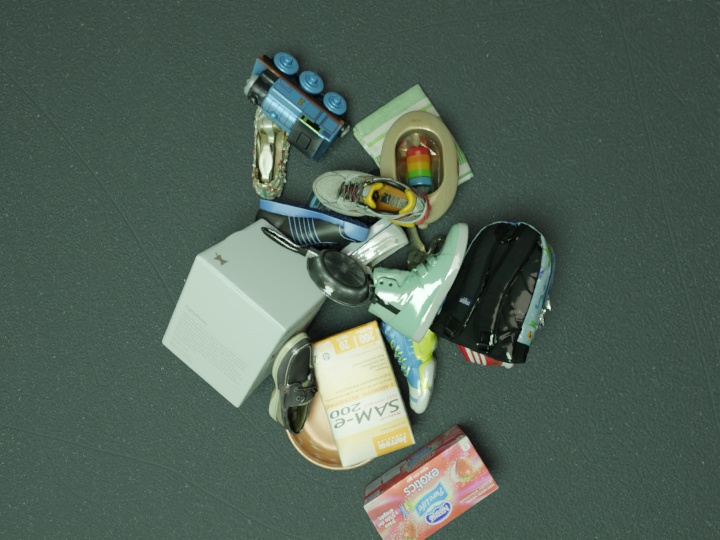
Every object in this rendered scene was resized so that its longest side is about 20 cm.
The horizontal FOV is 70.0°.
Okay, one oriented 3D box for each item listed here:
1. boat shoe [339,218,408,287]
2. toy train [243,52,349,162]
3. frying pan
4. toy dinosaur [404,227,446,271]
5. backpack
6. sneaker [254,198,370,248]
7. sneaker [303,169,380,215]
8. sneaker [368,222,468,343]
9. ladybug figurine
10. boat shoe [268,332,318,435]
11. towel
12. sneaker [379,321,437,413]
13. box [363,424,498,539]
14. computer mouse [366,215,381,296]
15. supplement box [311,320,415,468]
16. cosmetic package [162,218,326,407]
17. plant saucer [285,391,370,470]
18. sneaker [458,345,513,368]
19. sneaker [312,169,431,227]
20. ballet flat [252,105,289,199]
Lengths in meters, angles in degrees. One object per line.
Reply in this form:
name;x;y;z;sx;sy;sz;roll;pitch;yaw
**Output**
boat shoe;0.002;0.000;0.886;0.201;0.075;0.086;-39;81;8
toy train;-0.111;-0.288;0.893;0.199;0.087;0.115;37;55;-9
frying pan;-0.056;-0.019;0.807;0.190;0.115;0.031;47;121;12
toy dinosaur;0.112;-0.024;0.879;0.087;0.048;0.203;-8;63;9
backpack;0.218;0.024;0.792;0.162;0.153;0.203;15;95;43
sneaker;-0.083;-0.062;0.854;0.197;0.070;0.079;15;102;14
sneaker;-0.045;-0.126;0.908;0.199;0.073;0.082;-35;85;-2
sneaker;0.085;-0.001;0.805;0.117;0.074;0.202;27;95;3
ladybug figurine;0.100;-0.169;0.885;0.134;0.072;0.203;0;83;2
boat shoe;-0.097;0.180;0.797;0.065;0.202;0.072;39;42;26
towel;0.097;-0.218;0.939;0.151;0.023;0.201;-32;83;-2
sneaker;0.081;0.137;0.885;0.103;0.076;0.203;6;72;12
box;0.110;0.356;0.845;0.199;0.103;0.095;-33;85;-3
computer mouse;0.041;-0.033;0.921;0.058;0.034;0.203;2;92;20
supplement box;0.000;0.197;0.840;0.124;0.074;0.203;-19;85;0
cosmetic package;-0.174;0.064;0.808;0.166;0.167;0.201;38;125;6
plant saucer;-0.035;0.238;0.893;0.197;0.037;0.203;0;85;1
sneaker;0.210;0.063;0.881;0.114;0.078;0.203;2;84;1
sneaker;0.012;-0.125;0.819;0.197;0.082;0.079;12;89;21
ballet flat;-0.161;-0.230;0.927;0.074;0.064;0.203;-1;84;1
